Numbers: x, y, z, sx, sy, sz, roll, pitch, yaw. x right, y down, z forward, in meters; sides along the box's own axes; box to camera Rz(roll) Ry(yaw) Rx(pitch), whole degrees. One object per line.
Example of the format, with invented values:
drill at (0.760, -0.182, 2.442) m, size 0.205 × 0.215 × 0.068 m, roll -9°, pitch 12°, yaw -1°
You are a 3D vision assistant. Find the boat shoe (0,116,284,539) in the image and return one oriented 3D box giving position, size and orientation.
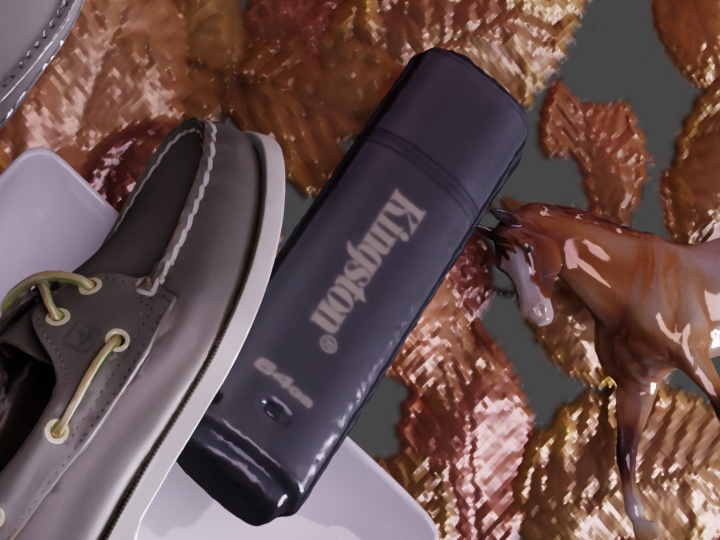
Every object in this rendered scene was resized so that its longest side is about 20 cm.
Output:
boat shoe at (-0.085, 0.036, 0.698) m, size 0.060 × 0.072 × 0.202 m, roll 31°, pitch 73°, yaw -24°

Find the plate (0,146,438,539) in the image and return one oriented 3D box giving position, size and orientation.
plate at (-0.099, 0.096, 0.738) m, size 0.200 × 0.032 × 0.200 m, roll 44°, pitch 65°, yaw -13°

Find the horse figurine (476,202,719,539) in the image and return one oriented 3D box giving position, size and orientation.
horse figurine at (0.150, 0.023, 0.858) m, size 0.200 × 0.050 × 0.133 m, roll -14°, pitch 71°, yaw -20°

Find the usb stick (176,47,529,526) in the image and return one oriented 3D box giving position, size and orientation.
usb stick at (0.000, 0.000, 0.780) m, size 0.055 × 0.033 × 0.200 m, roll 44°, pitch 52°, yaw -14°

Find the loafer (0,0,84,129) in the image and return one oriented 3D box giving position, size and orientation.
loafer at (-0.156, -0.047, 0.712) m, size 0.070 × 0.070 × 0.200 m, roll 48°, pitch 65°, yaw -12°
